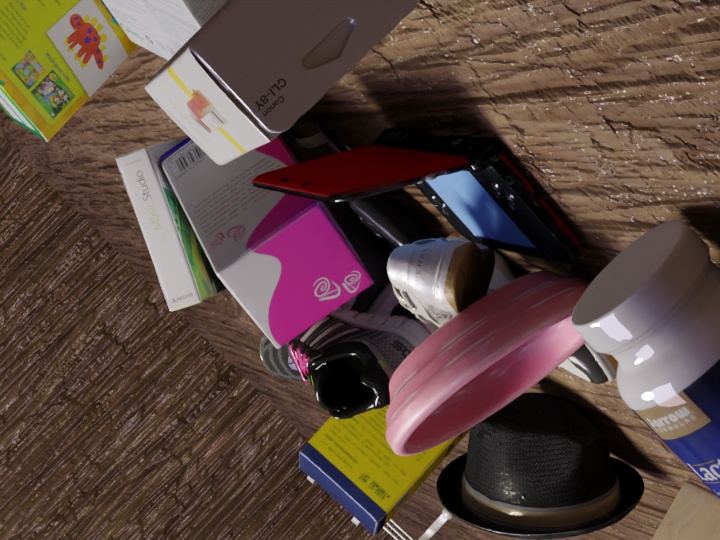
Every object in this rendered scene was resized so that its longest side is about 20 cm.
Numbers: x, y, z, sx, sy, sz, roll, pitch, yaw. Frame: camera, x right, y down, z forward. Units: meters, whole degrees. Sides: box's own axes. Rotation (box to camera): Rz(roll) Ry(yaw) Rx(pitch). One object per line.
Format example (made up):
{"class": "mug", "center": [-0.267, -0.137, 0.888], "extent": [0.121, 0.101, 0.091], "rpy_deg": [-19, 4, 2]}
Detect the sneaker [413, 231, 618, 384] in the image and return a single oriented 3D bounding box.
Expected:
{"class": "sneaker", "center": [0.124, 0.052, 1.641], "extent": [0.200, 0.088, 0.076], "rpy_deg": [34, 164, 35]}

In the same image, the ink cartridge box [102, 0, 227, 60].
{"class": "ink cartridge box", "center": [-0.179, -0.247, 1.706], "extent": [0.196, 0.043, 0.200], "rpy_deg": [31, 162, 43]}

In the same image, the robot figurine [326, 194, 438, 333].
{"class": "robot figurine", "center": [-0.001, 0.000, 1.786], "extent": [0.200, 0.125, 0.150], "rpy_deg": [40, 179, 17]}

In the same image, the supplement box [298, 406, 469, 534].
{"class": "supplement box", "center": [0.042, 0.158, 2.041], "extent": [0.109, 0.200, 0.110], "rpy_deg": [42, 169, 9]}

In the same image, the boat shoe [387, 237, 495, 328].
{"class": "boat shoe", "center": [0.059, 0.006, 1.523], "extent": [0.069, 0.071, 0.200], "rpy_deg": [12, 171, 12]}

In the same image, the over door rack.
{"class": "over door rack", "center": [0.061, 0.195, 2.123], "extent": [0.148, 0.200, 0.067], "rpy_deg": [43, 169, 7]}

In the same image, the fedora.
{"class": "fedora", "center": [0.166, 0.174, 1.872], "extent": [0.201, 0.200, 0.092], "rpy_deg": [27, 129, 56]}

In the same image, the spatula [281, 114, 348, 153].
{"class": "spatula", "center": [-0.045, -0.117, 1.777], "extent": [0.057, 0.021, 0.200], "rpy_deg": [45, 170, -20]}

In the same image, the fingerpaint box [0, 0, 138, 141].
{"class": "fingerpaint box", "center": [-0.297, -0.247, 1.796], "extent": [0.073, 0.167, 0.200], "rpy_deg": [31, 165, 43]}

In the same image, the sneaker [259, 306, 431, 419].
{"class": "sneaker", "center": [-0.026, 0.081, 1.707], "extent": [0.200, 0.087, 0.074], "rpy_deg": [3, 124, 43]}

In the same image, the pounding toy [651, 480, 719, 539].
{"class": "pounding toy", "center": [0.313, 0.260, 1.577], "extent": [0.184, 0.200, 0.142], "rpy_deg": [32, 176, -29]}

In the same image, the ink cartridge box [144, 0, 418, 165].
{"class": "ink cartridge box", "center": [-0.056, -0.154, 1.336], "extent": [0.083, 0.145, 0.200], "rpy_deg": [46, 169, -9]}

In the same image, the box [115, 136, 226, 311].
{"class": "box", "center": [-0.154, -0.049, 1.811], "extent": [0.200, 0.036, 0.145], "rpy_deg": [-34, -74, -74]}

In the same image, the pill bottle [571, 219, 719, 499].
{"class": "pill bottle", "center": [0.232, 0.070, 1.234], "extent": [0.200, 0.116, 0.116], "rpy_deg": [45, 169, -9]}

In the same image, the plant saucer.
{"class": "plant saucer", "center": [0.097, 0.064, 1.505], "extent": [0.051, 0.200, 0.201], "rpy_deg": [56, 173, 15]}

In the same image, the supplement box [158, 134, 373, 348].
{"class": "supplement box", "center": [-0.082, -0.043, 1.670], "extent": [0.103, 0.101, 0.200], "rpy_deg": [55, -177, -35]}

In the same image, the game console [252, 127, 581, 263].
{"class": "game console", "center": [0.040, -0.041, 1.496], "extent": [0.172, 0.119, 0.200], "rpy_deg": [47, 169, -20]}
